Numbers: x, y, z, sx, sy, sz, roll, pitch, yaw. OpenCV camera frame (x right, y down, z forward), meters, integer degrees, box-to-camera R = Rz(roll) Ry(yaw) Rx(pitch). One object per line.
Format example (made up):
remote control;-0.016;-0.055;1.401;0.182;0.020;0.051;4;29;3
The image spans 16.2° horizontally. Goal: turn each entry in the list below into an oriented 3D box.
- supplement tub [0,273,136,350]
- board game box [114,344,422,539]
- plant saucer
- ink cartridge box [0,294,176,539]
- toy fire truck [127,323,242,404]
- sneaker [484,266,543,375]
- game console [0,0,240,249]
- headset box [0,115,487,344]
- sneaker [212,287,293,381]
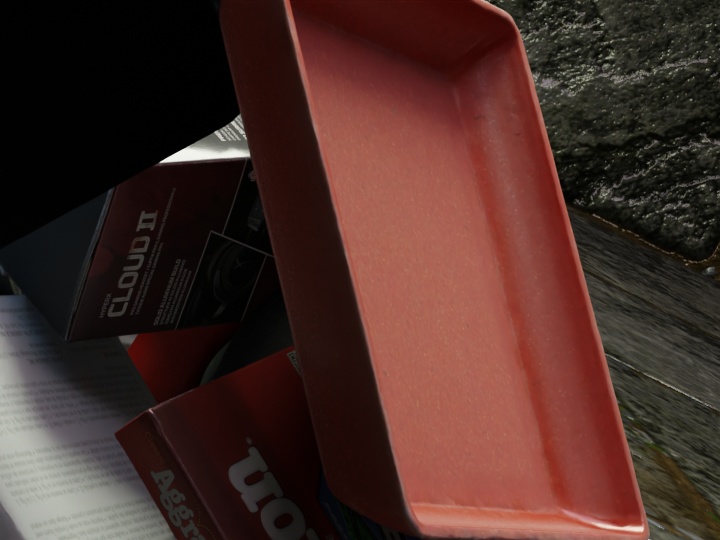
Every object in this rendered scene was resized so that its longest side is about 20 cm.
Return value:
supplement tub;-0.155;-0.059;1.259;0.200;0.141;0.140;35;11;34
board game box;0.010;0.118;0.777;0.103;0.019;0.200;-23;80;-54
plant saucer;0.022;-0.004;0.824;0.200;0.037;0.201;13;61;-62
ink cartridge box;-0.089;0.100;0.847;0.201;0.057;0.162;61;16;9
toy fire truck;-0.044;0.069;1.034;0.176;0.129;0.200;34;0;32
sneaker;0.037;0.096;0.946;0.067;0.201;0.090;-14;4;-16
game console;-0.161;-0.104;0.799;0.176;0.116;0.200;3;-52;49
headset box;-0.071;-0.051;0.932;0.199;0.077;0.149;-4;37;-41
sneaker;0.004;0.104;0.862;0.108;0.067;0.202;35;35;-36
